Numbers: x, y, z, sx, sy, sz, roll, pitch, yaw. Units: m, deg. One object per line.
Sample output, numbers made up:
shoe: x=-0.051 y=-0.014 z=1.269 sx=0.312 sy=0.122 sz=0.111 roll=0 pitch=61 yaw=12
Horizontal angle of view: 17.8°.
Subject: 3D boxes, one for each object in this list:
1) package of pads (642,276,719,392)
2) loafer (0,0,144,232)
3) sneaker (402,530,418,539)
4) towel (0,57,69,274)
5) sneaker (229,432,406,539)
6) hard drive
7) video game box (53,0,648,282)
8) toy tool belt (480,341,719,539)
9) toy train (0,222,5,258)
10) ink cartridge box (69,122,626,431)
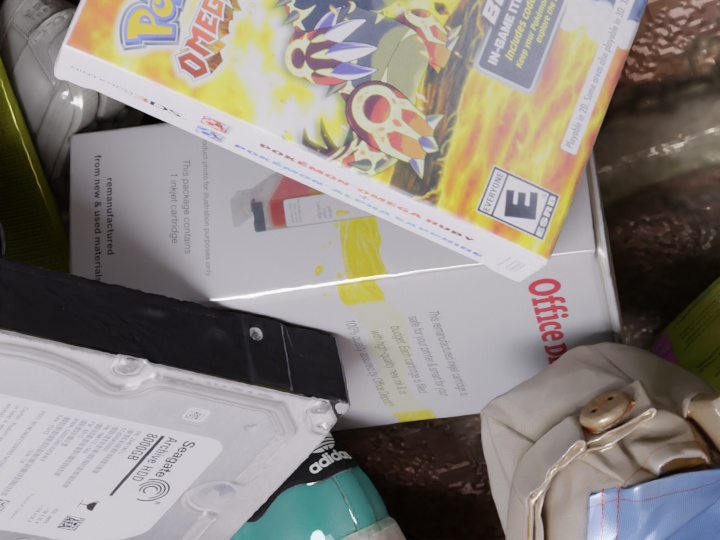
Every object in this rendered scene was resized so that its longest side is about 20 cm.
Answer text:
package of pads: x=0.186 y=0.062 z=0.955 sx=0.154 sy=0.068 sz=0.200 roll=25 pitch=121 yaw=-34
loafer: x=-0.146 y=-0.030 z=0.946 sx=0.070 sy=0.070 sz=0.200 roll=44 pitch=127 yaw=19
sneaker: x=0.029 y=0.172 z=1.041 sx=0.200 sy=0.071 sz=0.083 roll=44 pitch=156 yaw=-21
towel: x=-0.171 y=-0.072 z=0.890 sx=0.086 sy=0.018 sz=0.201 roll=-12 pitch=104 yaw=36
sneaker: x=-0.056 y=0.119 z=0.976 sx=0.200 sy=0.071 sz=0.080 roll=-34 pitch=79 yaw=46
hard drive: x=-0.122 y=0.057 z=0.837 sx=0.199 sy=0.038 sz=0.140 roll=14 pitch=136 yaw=-32
video game box: x=0.015 y=-0.124 z=0.803 sx=0.181 sy=0.047 sz=0.201 roll=23 pitch=77 yaw=-5
toy tool belt: x=0.126 y=0.124 z=0.842 sx=0.125 sy=0.123 sz=0.201 roll=-32 pitch=113 yaw=-28
toy train: x=-0.225 y=-0.022 z=0.829 sx=0.199 sy=0.085 sz=0.115 roll=-8 pitch=115 yaw=-22
ink cartridge box: x=0.000 y=0.000 z=0.905 sx=0.199 sy=0.084 sz=0.145 roll=-7 pitch=155 yaw=8
